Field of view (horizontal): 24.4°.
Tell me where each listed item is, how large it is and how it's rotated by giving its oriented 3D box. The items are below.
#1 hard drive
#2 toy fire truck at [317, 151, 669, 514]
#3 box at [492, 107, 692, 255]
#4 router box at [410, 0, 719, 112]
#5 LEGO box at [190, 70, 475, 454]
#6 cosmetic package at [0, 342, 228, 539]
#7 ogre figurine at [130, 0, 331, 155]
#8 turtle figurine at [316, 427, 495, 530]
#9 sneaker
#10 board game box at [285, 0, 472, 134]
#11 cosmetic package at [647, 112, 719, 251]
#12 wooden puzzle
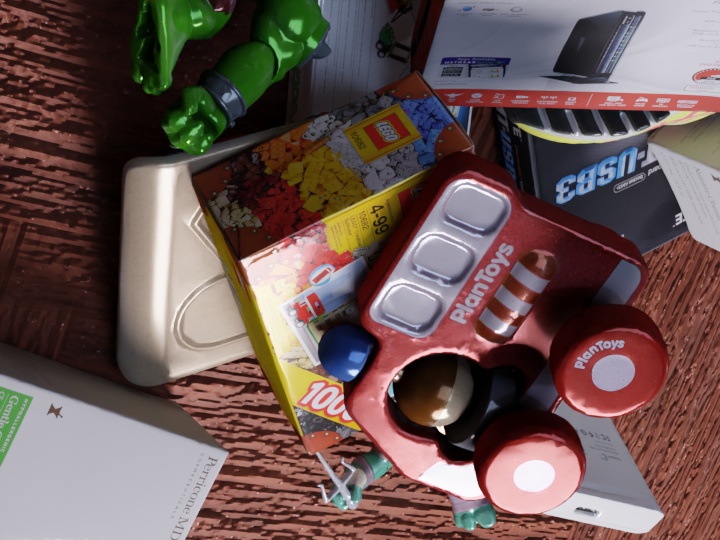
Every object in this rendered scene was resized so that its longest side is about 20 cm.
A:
[{"bbox_3d":[0.115,0.085,1.128,0.132,0.200,0.026,18,123,-37],"label":"hard drive"},{"bbox_3d":[0.069,0.040,0.962,0.167,0.112,0.200,24,118,-19],"label":"toy fire truck"},{"bbox_3d":[0.189,-0.106,1.185,0.199,0.050,0.199,-24,121,-23],"label":"box"},{"bbox_3d":[0.136,-0.150,0.964,0.199,0.180,0.049,1,73,-4],"label":"router box"},{"bbox_3d":[0.000,0.000,1.002,0.148,0.077,0.200,-26,141,-8],"label":"LEGO box"},{"bbox_3d":[-0.194,0.113,1.007,0.199,0.085,0.108,23,95,-37],"label":"cosmetic package"},{"bbox_3d":[-0.082,-0.175,0.936,0.120,0.098,0.201,-17,76,-32],"label":"ogre figurine"},{"bbox_3d":[0.060,0.121,1.160,0.200,0.149,0.101,34,51,-50],"label":"turtle figurine"},{"bbox_3d":[0.189,-0.121,1.103,0.199,0.090,0.079,-12,78,-7],"label":"sneaker"},{"bbox_3d":[0.021,-0.175,1.048,0.126,0.035,0.201,-7,115,-30],"label":"board game box"},{"bbox_3d":[0.305,-0.048,1.131,0.081,0.200,0.113,-44,129,-11],"label":"cosmetic package"},{"bbox_3d":[-0.058,-0.024,1.037,0.199,0.046,0.186,-14,137,-23],"label":"wooden puzzle"}]
